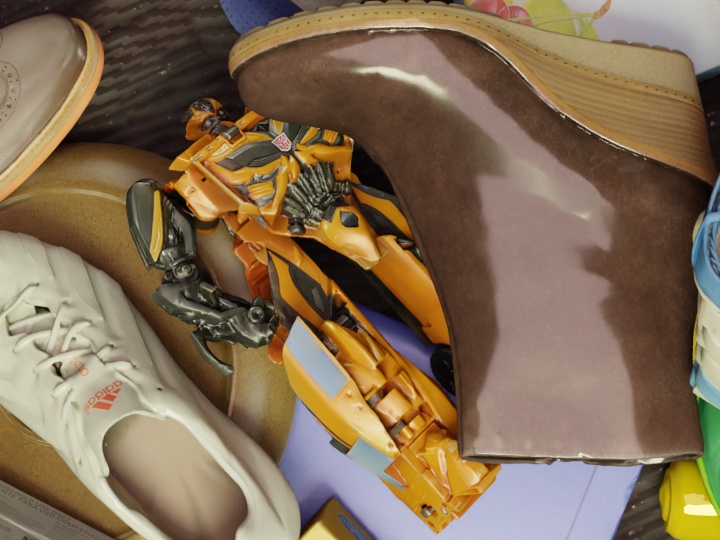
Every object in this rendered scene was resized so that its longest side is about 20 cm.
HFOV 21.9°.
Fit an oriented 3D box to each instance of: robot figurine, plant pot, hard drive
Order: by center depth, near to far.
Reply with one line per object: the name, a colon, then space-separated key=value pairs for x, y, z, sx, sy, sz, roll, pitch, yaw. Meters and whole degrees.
robot figurine: x=0.000 y=0.000 z=0.769 sx=0.200 sy=0.058 sz=0.145 roll=47 pitch=59 yaw=3
plant pot: x=-0.126 y=0.043 z=0.801 sx=0.198 sy=0.027 sz=0.203 roll=-1 pitch=84 yaw=12
hard drive: x=0.012 y=0.092 z=0.813 sx=0.198 sy=0.025 sz=0.133 roll=23 pitch=90 yaw=2

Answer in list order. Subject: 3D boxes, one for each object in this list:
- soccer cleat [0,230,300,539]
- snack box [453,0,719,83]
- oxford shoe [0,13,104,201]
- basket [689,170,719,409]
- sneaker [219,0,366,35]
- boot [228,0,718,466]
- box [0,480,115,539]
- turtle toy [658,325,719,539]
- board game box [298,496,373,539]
soccer cleat: x=-0.104 y=0.049 z=0.743 sx=0.200 sy=0.078 sz=0.069 roll=39 pitch=93 yaw=13
snack box: x=0.107 y=-0.173 z=0.796 sx=0.167 sy=0.068 sz=0.202 roll=-22 pitch=90 yaw=2
oxford shoe: x=-0.203 y=-0.057 z=0.790 sx=0.199 sy=0.073 sz=0.072 roll=-31 pitch=54 yaw=1
basket: x=0.195 y=-0.019 z=0.640 sx=0.139 sy=0.201 sz=0.177 roll=35 pitch=59 yaw=10
sneaker: x=-0.022 y=-0.159 z=0.731 sx=0.115 sy=0.199 sz=0.081 roll=-20 pitch=80 yaw=-40
boot: x=0.043 y=-0.012 z=0.719 sx=0.198 sy=0.072 sz=0.168 roll=5 pitch=77 yaw=-5
box: x=-0.180 y=0.188 z=0.775 sx=0.116 sy=0.060 sz=0.202 roll=25 pitch=105 yaw=3
turtle toy: x=0.200 y=0.088 z=0.769 sx=0.144 sy=0.101 sz=0.202 roll=4 pitch=89 yaw=2
board game box: x=0.005 y=0.221 z=0.787 sx=0.200 sy=0.040 sz=0.153 roll=43 pitch=100 yaw=0
